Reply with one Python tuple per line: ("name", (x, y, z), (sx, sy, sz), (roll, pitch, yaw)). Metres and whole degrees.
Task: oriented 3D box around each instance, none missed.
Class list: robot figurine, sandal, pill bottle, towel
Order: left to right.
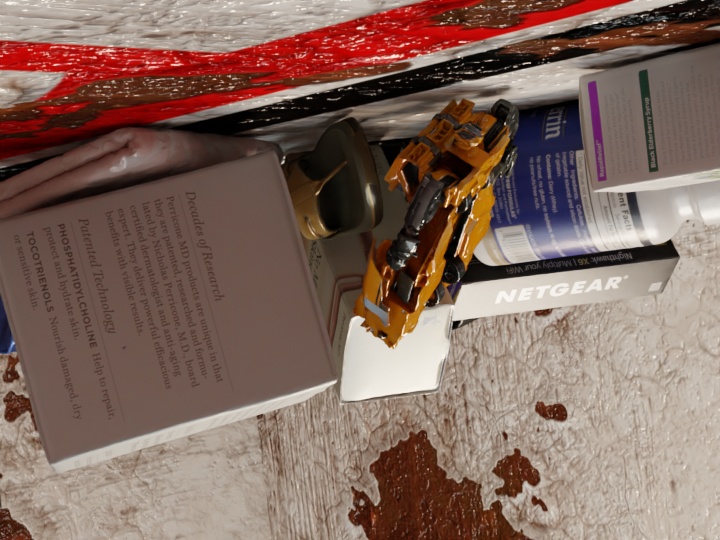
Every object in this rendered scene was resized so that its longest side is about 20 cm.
("towel", (-0.178, -0.055, 1.236), (0.191, 0.032, 0.200), (-21, 173, 24))
("sandal", (-0.037, -0.056, 1.276), (0.054, 0.080, 0.200), (-22, -178, -25))
("robot figurine", (0.051, -0.038, 1.223), (0.145, 0.058, 0.200), (-47, 162, -35))
("pill bottle", (0.181, -0.071, 1.319), (0.200, 0.116, 0.116), (-7, 179, 18))

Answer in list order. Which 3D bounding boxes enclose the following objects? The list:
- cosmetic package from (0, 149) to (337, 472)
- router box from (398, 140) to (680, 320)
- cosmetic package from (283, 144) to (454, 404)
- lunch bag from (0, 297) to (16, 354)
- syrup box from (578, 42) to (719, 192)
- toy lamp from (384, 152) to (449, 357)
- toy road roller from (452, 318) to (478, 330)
("cosmetic package", (-0.140, 0.034, 1.205), (0.200, 0.167, 0.167), (-15, 174, -12))
("router box", (0.144, -0.044, 1.449), (0.200, 0.157, 0.052), (-6, 142, -19))
("cosmetic package", (0.000, 0.000, 1.398), (0.087, 0.103, 0.200), (-7, -138, -17))
("lunch bag", (-0.303, 0.005, 1.575), (0.132, 0.136, 0.200), (-6, 179, -26))
("syrup box", (0.241, -0.102, 1.087), (0.200, 0.082, 0.079), (-8, 177, 42))
("toy lamp", (0.039, -0.004, 1.560), (0.058, 0.200, 0.058), (-15, -156, 7))
("toy road roller", (0.123, -0.045, 1.583), (0.123, 0.146, 0.200), (-24, 175, -29))
